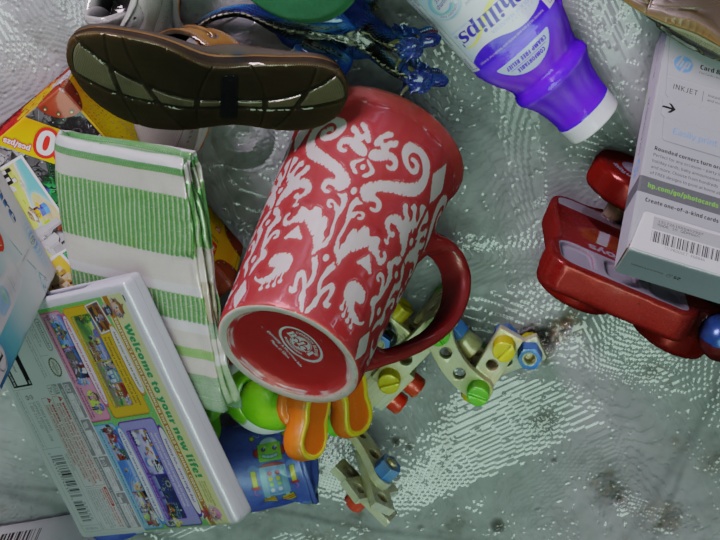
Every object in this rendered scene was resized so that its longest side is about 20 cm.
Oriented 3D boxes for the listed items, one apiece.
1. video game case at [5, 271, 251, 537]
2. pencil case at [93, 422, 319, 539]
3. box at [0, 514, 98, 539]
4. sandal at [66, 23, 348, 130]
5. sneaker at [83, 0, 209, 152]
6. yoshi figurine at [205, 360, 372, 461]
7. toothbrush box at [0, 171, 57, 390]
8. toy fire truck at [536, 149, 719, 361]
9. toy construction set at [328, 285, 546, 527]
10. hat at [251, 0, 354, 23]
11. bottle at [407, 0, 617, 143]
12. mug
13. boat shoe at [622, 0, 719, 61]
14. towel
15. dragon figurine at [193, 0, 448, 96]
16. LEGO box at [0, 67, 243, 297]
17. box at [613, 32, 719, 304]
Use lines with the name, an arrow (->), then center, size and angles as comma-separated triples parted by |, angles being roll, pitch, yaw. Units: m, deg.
video game case -> -0.187, 0.105, 1.535 | 0.181, 0.022, 0.201 | -11, 109, 42
pencil case -> -0.129, 0.167, 1.654 | 0.198, 0.087, 0.079 | -12, 74, 7
box -> -0.291, 0.308, 1.657 | 0.197, 0.200, 0.132 | -11, 112, 8
sandal -> -0.108, -0.145, 1.452 | 0.198, 0.055, 0.082 | 2, 135, -6
sneaker -> -0.165, -0.165, 1.495 | 0.075, 0.092, 0.202 | 7, 113, 33
yoshi figurine -> -0.094, 0.110, 1.566 | 0.199, 0.113, 0.113 | 9, 151, 36
toothbrush box -> -0.298, -0.004, 1.439 | 0.085, 0.200, 0.147 | -23, 109, 12
toy fire truck -> 0.221, 0.010, 1.517 | 0.199, 0.168, 0.113 | 24, 113, -7
toy construction set -> 0.039, 0.096, 1.613 | 0.131, 0.092, 0.200 | 38, 99, -13
hat -> 0.009, -0.276, 1.433 | 0.199, 0.175, 0.167 | 20, 126, 39
bottle -> 0.107, -0.178, 1.498 | 0.083, 0.065, 0.200 | -39, 106, 16
mug -> 0.001, -0.007, 1.481 | 0.176, 0.201, 0.134 | 26, 144, -2
boat shoe -> 0.238, -0.190, 1.468 | 0.199, 0.065, 0.073 | 38, 83, 17
towel -> -0.157, 0.000, 1.490 | 0.152, 0.023, 0.202 | 11, 120, 38
dragon figurine -> -0.032, -0.171, 1.490 | 0.198, 0.100, 0.059 | 7, 113, 0
LEGO box -> -0.210, -0.034, 1.572 | 0.148, 0.077, 0.200 | -36, 107, 16
box -> 0.273, -0.071, 1.473 | 0.154, 0.202, 0.041 | 16, 153, -4
